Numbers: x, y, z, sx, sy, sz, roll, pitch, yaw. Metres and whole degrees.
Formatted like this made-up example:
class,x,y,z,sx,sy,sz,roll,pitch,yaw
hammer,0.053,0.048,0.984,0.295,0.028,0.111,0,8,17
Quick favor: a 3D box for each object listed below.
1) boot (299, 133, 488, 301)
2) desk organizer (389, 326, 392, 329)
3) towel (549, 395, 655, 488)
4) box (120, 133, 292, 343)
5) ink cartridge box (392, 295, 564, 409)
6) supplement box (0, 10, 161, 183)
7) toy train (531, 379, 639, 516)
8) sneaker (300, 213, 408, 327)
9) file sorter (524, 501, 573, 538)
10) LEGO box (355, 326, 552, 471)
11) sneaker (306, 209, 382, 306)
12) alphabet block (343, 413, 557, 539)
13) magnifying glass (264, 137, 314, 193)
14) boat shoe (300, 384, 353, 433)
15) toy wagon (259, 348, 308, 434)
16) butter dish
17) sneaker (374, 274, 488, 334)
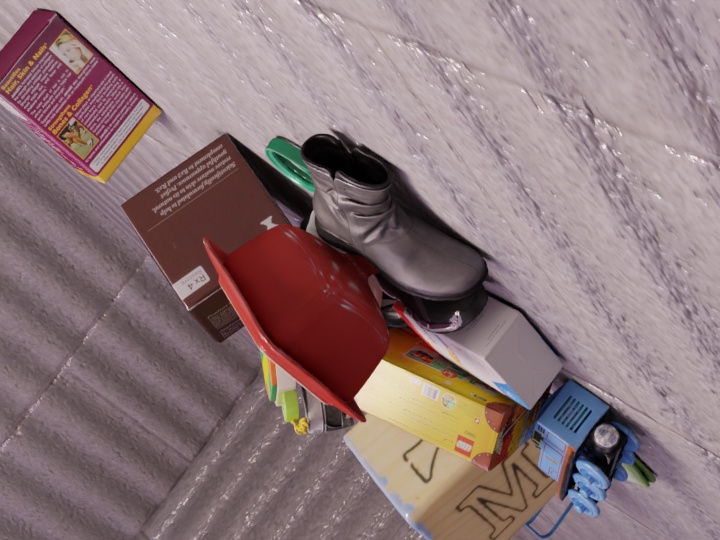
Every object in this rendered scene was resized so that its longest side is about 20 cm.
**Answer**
class,x,y,z,sx,sy,sz,roll,pitch,yaw
boot,0.029,-0.050,1.382,0.199,0.070,0.132,21,152,18
desk organizer,-0.003,0.037,1.916,0.077,0.072,0.200,40,171,-28
towel,0.271,0.207,1.819,0.149,0.031,0.200,43,170,-31
box,-0.176,-0.036,1.813,0.165,0.165,0.200,54,175,16
ink cartridge box,0.118,0.065,1.592,0.200,0.067,0.116,29,167,47
supplement box,-0.388,-0.230,1.895,0.200,0.131,0.103,44,169,-30
toy train,0.259,0.212,1.673,0.114,0.087,0.200,37,161,19
sneaker,0.000,-0.001,1.714,0.199,0.071,0.083,38,178,19
file sorter,0.224,0.296,2.152,0.139,0.123,0.200,44,169,-36
LEGO box,0.104,0.141,1.680,0.199,0.078,0.149,23,-158,24
sneaker,-0.032,0.006,1.629,0.075,0.089,0.201,14,141,27
alphabet block,0.132,0.251,1.926,0.196,0.200,0.195,46,-179,-45
magnifying glass,-0.042,-0.103,1.531,0.080,0.022,0.200,44,167,-32
boat shoe,-0.044,0.093,1.702,0.071,0.063,0.202,-137,40,-77
toy wagon,-0.097,0.100,1.706,0.155,0.039,0.202,102,159,-66
butter dish,-0.040,0.028,1.488,0.200,0.148,0.200,45,-173,-44
sneaker,0.046,-0.006,1.513,0.116,0.076,0.200,47,168,-31
